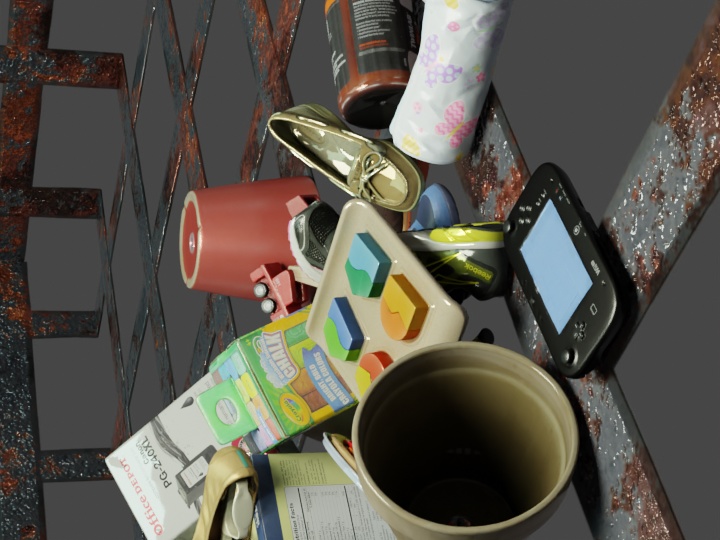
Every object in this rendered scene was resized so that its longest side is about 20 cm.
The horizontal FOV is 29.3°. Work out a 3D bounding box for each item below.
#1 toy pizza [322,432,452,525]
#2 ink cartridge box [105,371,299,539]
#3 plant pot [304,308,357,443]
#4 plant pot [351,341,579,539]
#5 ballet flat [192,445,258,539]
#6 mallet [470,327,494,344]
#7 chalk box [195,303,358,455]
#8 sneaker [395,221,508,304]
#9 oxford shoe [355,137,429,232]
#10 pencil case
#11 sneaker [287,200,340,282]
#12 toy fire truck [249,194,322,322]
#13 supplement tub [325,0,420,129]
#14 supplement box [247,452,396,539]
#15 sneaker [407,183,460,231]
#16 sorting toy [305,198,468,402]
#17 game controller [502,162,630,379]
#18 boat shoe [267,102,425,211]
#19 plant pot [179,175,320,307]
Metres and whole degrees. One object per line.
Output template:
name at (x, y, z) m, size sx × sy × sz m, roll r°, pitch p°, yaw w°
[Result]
toy pizza at (0.040, 0.232, 1.438) m, size 0.032 × 0.200 × 0.200 m, roll -47°, pitch 25°, yaw 0°
ink cartridge box at (-0.189, 0.233, 1.664) m, size 0.145 × 0.200 × 0.083 m, roll 55°, pitch -171°, yaw 27°
plant pot at (-0.050, 0.127, 1.729) m, size 0.200 × 0.134 × 0.202 m, roll -179°, pitch 90°, yaw -71°
plant pot at (0.093, 0.196, 1.263) m, size 0.174 × 0.199 × 0.201 m, roll 89°, pitch 169°, yaw -49°
ballet flat at (-0.148, 0.291, 1.504) m, size 0.063 × 0.068 × 0.201 m, roll 33°, pitch 123°, yaw 51°
mallet at (0.091, 0.102, 1.476) m, size 0.200 × 0.041 × 0.066 m, roll 122°, pitch 141°, yaw -49°
chalk box at (-0.085, 0.125, 1.550) m, size 0.125 × 0.199 × 0.124 m, roll 61°, pitch 152°, yaw 6°
sneaker at (0.068, -0.001, 1.405) m, size 0.199 × 0.074 × 0.085 m, roll -6°, pitch 90°, yaw 46°
oxford shoe at (0.023, -0.072, 1.618) m, size 0.071 × 0.072 × 0.201 m, roll -115°, pitch 32°, yaw -52°
pencil case at (0.091, -0.208, 1.399) m, size 0.083 × 0.090 × 0.201 m, roll -115°, pitch 30°, yaw -51°
sneaker at (0.000, 0.000, 1.597) m, size 0.086 × 0.200 × 0.080 m, roll -2°, pitch 43°, yaw 50°
toy fire truck at (-0.074, 0.013, 1.881) m, size 0.141 × 0.049 × 0.201 m, roll -32°, pitch 79°, yaw 26°
supplement tub at (0.015, -0.272, 1.598) m, size 0.107 × 0.106 × 0.201 m, roll 126°, pitch 141°, yaw -59°
supplement box at (-0.043, 0.319, 1.597) m, size 0.200 × 0.199 × 0.135 m, roll 112°, pitch 152°, yaw -46°
sneaker at (0.057, 0.002, 1.501) m, size 0.074 × 0.082 × 0.201 m, roll -126°, pitch 43°, yaw -62°
sorting toy at (0.016, 0.055, 1.383) m, size 0.200 × 0.036 × 0.186 m, roll 48°, pitch 131°, yaw 39°
game controller at (0.178, -0.003, 1.210) m, size 0.201 × 0.042 × 0.105 m, roll -109°, pitch 27°, yaw -44°
boat shoe at (-0.016, -0.124, 1.535) m, size 0.200 × 0.063 × 0.073 m, roll 38°, pitch 122°, yaw 26°
plant pot at (-0.164, -0.042, 2.006) m, size 0.200 × 0.176 × 0.202 m, roll 180°, pitch 90°, yaw -71°
